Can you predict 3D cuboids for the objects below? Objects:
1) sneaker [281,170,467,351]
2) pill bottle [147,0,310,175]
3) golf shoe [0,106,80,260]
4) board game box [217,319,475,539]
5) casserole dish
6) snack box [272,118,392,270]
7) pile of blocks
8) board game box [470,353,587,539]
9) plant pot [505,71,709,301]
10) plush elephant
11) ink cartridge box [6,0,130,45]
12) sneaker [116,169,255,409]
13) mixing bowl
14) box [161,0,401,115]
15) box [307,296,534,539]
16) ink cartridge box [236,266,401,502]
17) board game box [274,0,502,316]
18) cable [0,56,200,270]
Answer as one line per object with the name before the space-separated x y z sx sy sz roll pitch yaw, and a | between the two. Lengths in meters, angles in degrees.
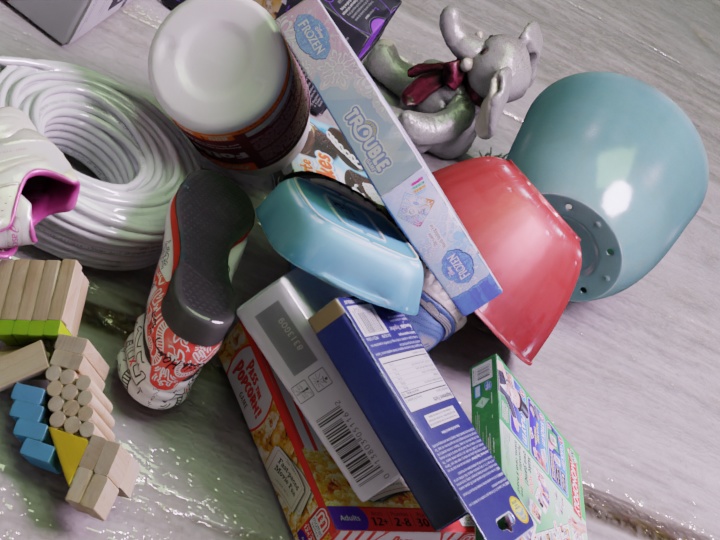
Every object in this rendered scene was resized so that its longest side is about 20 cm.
sneaker | 0.000 0.000 1.339 0.200 0.089 0.078 48 -7 -17
pill bottle | -0.103 -0.148 1.355 0.114 0.114 0.200 44 -3 11
golf shoe | -0.276 -0.035 1.099 0.091 0.076 0.200 35 55 18
board game box | -0.008 0.130 1.224 0.150 0.046 0.201 8 42 -40
casserole dish | -0.012 -0.023 1.191 0.120 0.039 0.200 24 9 -15
snack box | -0.019 -0.058 1.466 0.115 0.037 0.201 18 36 -27
pile of blocks | -0.204 0.086 1.093 0.062 0.081 0.202 68 2 -61
board game box | 0.135 0.178 1.273 0.135 0.029 0.201 51 23 -27
plant pot | 0.221 -0.067 1.577 0.200 0.201 0.161 37 46 1
plush elephant | 0.105 -0.194 1.652 0.199 0.155 0.165 34 31 -3
ink cartridge box | -0.270 -0.311 1.503 0.145 0.084 0.200 36 32 -1
sneaker | -0.133 0.014 1.195 0.067 0.108 0.202 25 31 -16
mixing bowl | 0.123 -0.027 1.426 0.200 0.108 0.200 47 7 -7
box | -0.078 -0.270 1.617 0.199 0.106 0.122 36 32 -1
box | 0.045 0.108 1.123 0.201 0.032 0.121 57 17 10
ink cartridge box | -0.006 0.068 1.199 0.161 0.047 0.200 55 14 0
board game box | 0.024 -0.088 1.270 0.201 0.043 0.199 61 4 35
cable | -0.221 -0.084 1.272 0.199 0.069 0.201 -6 52 -50
